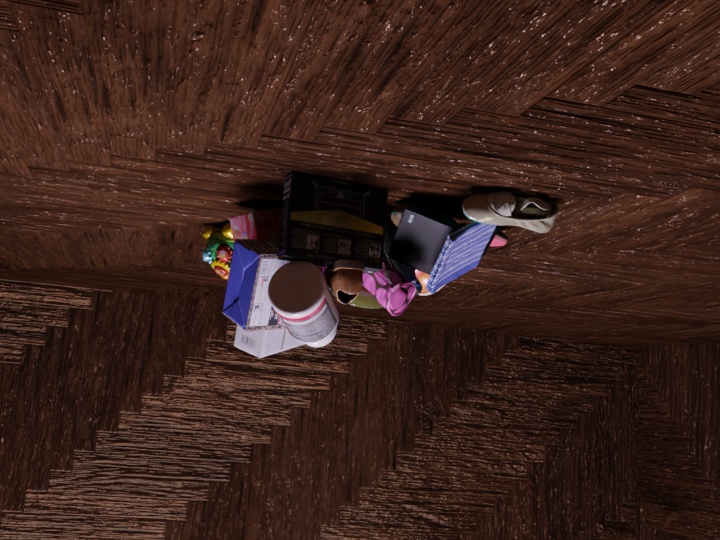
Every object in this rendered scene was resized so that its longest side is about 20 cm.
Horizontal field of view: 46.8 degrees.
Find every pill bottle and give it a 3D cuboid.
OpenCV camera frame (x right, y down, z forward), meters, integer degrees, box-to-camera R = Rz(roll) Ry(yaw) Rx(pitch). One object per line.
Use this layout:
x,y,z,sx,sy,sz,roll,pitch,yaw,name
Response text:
-0.101,0.073,1.587,0.109,0.112,0.201,2,154,12,pill bottle

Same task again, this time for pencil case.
0.028,0.000,1.718,0.200,0.091,0.094,40,180,34,pencil case

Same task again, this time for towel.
0.206,-0.036,1.642,0.144,0.024,0.201,-28,158,-24,towel

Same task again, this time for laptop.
0.177,-0.075,1.692,0.198,0.104,0.178,-27,158,-24,laptop

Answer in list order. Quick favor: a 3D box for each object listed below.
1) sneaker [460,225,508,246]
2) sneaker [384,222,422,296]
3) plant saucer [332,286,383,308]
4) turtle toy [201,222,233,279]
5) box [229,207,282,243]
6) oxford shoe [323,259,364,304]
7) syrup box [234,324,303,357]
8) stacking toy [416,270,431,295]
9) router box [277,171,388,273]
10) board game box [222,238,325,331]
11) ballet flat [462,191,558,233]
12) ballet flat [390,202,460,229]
0.227,-0.054,1.846,0.197,0.088,0.074,3,171,10,sneaker
0.098,-0.036,1.795,0.089,0.202,0.079,-18,144,-3,sneaker
0.000,0.000,1.819,0.197,0.202,0.031,8,132,-19,plant saucer
-0.306,-0.036,2.026,0.198,0.102,0.146,-3,142,42,turtle toy
-0.206,-0.029,1.810,0.094,0.203,0.102,-12,-177,-40,box
-0.034,0.029,1.563,0.070,0.072,0.200,4,172,-6,oxford shoe
-0.174,0.121,1.795,0.078,0.083,0.199,20,-164,30,syrup box
0.116,-0.046,1.933,0.145,0.148,0.199,-6,148,47,stacking toy
-0.050,-0.088,1.567,0.197,0.160,0.052,9,169,-21,router box
-0.161,0.026,1.684,0.198,0.162,0.096,-1,-159,-42,board game box
0.286,-0.118,1.552,0.197,0.071,0.069,7,170,-24,ballet flat
0.137,-0.096,1.733,0.065,0.071,0.199,9,168,46,ballet flat
